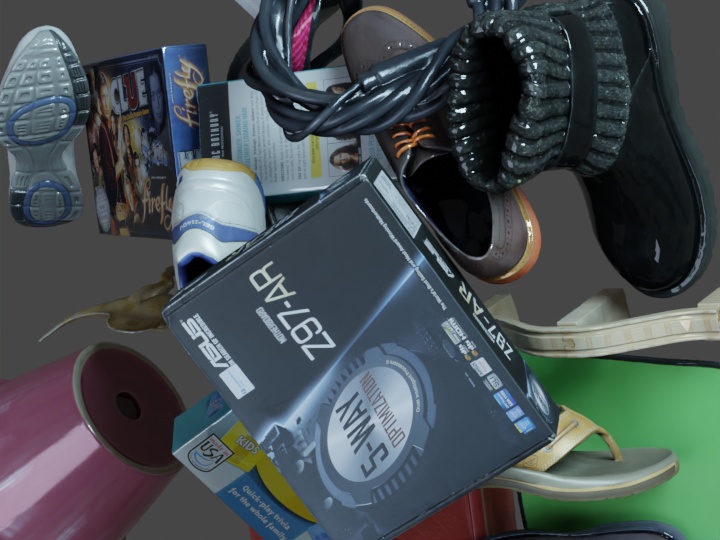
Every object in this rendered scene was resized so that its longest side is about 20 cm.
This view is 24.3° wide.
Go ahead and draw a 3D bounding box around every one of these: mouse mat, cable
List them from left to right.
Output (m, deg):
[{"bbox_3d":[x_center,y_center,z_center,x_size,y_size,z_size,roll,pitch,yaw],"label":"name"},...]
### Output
[{"bbox_3d":[0.015,-0.159,1.023,0.163,0.200,0.051,22,166,19],"label":"cable"},{"bbox_3d":[0.185,0.131,1.148,0.200,0.008,0.161,3,112,38],"label":"mouse mat"}]

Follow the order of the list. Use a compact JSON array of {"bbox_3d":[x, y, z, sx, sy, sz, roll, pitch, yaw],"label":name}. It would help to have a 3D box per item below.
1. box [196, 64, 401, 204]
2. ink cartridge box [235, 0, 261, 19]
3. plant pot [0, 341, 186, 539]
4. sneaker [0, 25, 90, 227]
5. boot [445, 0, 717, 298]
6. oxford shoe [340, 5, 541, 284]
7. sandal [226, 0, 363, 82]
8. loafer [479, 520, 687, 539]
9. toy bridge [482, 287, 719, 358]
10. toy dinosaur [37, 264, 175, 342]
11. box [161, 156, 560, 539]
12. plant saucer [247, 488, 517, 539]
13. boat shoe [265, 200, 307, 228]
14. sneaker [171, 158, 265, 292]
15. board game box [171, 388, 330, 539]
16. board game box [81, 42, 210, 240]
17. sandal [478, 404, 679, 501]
[{"bbox_3d":[-0.009,-0.092,1.114,0.199,0.049,0.083,-5,85,20],"label":"box"},{"bbox_3d":[-0.067,-0.289,1.140,0.163,0.057,0.200,45,140,15],"label":"ink cartridge box"},{"bbox_3d":[-0.247,0.159,1.411,0.179,0.200,0.200,-37,85,29],"label":"plant pot"},{"bbox_3d":[-0.256,-0.122,1.325,0.200,0.074,0.087,108,154,-50],"label":"sneaker"},{"bbox_3d":[0.130,-0.064,0.996,0.079,0.158,0.212,-7,105,41],"label":"boot"},{"bbox_3d":[0.043,-0.085,1.028,0.071,0.073,0.200,-37,73,15],"label":"oxford shoe"},{"bbox_3d":[-0.028,-0.169,1.140,0.045,0.075,0.200,50,130,7],"label":"sandal"},{"bbox_3d":[0.128,0.219,1.155,0.200,0.063,0.072,-17,106,26],"label":"loafer"},{"bbox_3d":[0.152,0.035,1.088,0.200,0.067,0.027,-3,108,41],"label":"toy bridge"},{"bbox_3d":[-0.166,0.029,1.329,0.200,0.101,0.058,7,114,39],"label":"toy dinosaur"},{"bbox_3d":[0.001,0.056,1.020,0.160,0.044,0.200,-33,100,19],"label":"box"},{"bbox_3d":[0.017,0.209,1.234,0.199,0.037,0.200,-6,110,7],"label":"plant saucer"},{"bbox_3d":[0.000,0.000,1.171,0.200,0.072,0.071,42,177,-6],"label":"boat shoe"},{"bbox_3d":[-0.091,0.018,1.127,0.075,0.088,0.200,-2,141,14],"label":"sneaker"},{"bbox_3d":[-0.004,0.105,1.139,0.200,0.047,0.151,-37,114,16],"label":"board game box"},{"bbox_3d":[-0.157,-0.093,1.241,0.200,0.035,0.136,4,102,64],"label":"board game box"},{"bbox_3d":[0.112,0.113,1.090,0.199,0.080,0.054,5,98,-3],"label":"sandal"}]
